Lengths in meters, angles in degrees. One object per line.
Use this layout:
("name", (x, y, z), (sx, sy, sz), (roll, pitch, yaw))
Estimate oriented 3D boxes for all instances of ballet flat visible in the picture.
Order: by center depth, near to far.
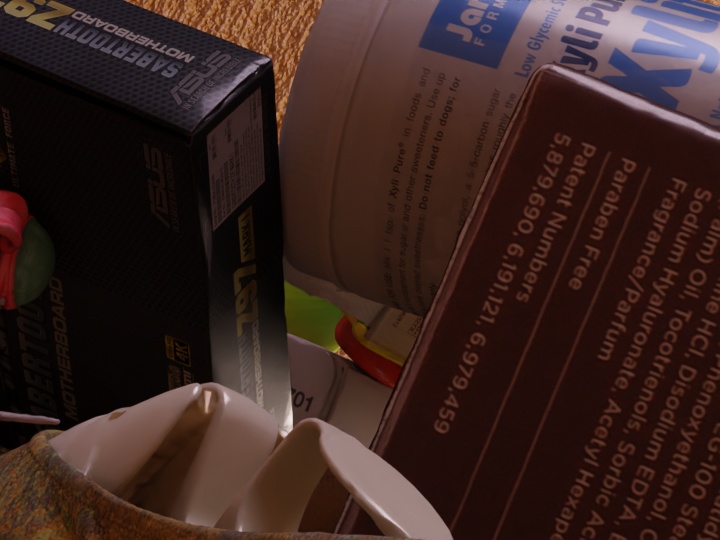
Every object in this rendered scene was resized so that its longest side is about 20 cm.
("ballet flat", (-0.028, 0.058, 0.460), (0.071, 0.071, 0.200), (25, -3, -30))

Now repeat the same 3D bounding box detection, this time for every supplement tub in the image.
("supplement tub", (0.086, -0.031, 0.748), (0.200, 0.132, 0.132), (17, -4, 16))

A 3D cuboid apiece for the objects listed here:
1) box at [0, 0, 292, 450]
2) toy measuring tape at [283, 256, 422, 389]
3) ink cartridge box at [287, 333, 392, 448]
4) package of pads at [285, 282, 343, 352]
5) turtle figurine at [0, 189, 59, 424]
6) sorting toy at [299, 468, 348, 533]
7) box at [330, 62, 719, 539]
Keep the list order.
("box", (-0.103, -0.009, 0.770), (0.158, 0.051, 0.200), (24, -42, 23))
("toy measuring tape", (0.000, 0.000, 0.882), (0.074, 0.074, 0.200), (21, -6, 42))
("ink cartridge box", (-0.022, 0.078, 1.009), (0.146, 0.086, 0.200), (21, -1, 36))
("package of pads", (-0.092, 0.009, 1.143), (0.154, 0.068, 0.200), (26, -47, -26))
("turtle figurine", (-0.174, -0.005, 0.719), (0.200, 0.101, 0.150), (18, -3, 5))
("sorting toy", (0.084, 0.085, 0.815), (0.185, 0.037, 0.200), (-14, -22, 32))
("box", (0.110, 0.070, 0.576), (0.200, 0.164, 0.166), (23, -3, 12))
